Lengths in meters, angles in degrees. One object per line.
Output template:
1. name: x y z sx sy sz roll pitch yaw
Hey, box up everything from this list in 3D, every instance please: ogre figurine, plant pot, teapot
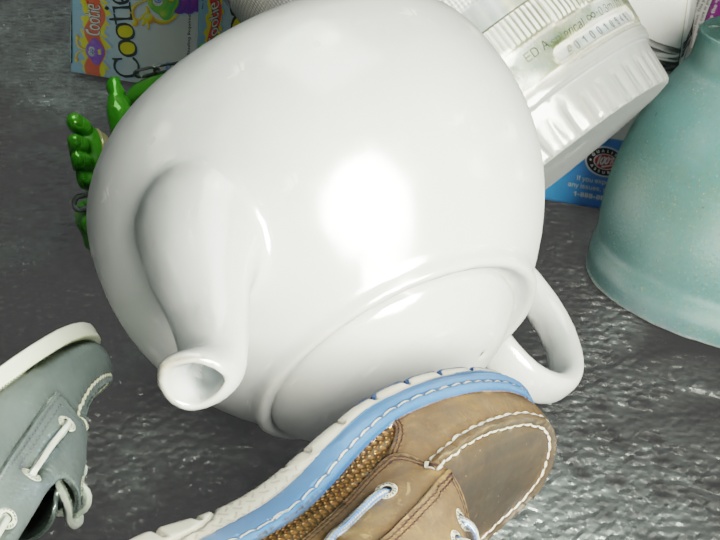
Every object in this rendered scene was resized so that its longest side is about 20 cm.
1. ogre figurine: -0.086 -0.074 0.833 0.119 0.099 0.200 -12 5 6
2. plant pot: 0.223 -0.054 0.776 0.198 0.136 0.201 4 22 -2
3. teapot: 0.000 0.000 0.593 0.199 0.198 0.147 -24 67 -14

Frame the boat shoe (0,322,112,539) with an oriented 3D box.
1. boat shoe: -0.128 0.075 0.521 0.062 0.073 0.200 50 19 -3

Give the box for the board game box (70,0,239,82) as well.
1. board game box: -0.123 -0.212 1.138 0.102 0.106 0.200 12 24 17

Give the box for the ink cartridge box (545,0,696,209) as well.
1. ink cartridge box: 0.122 -0.147 0.895 0.145 0.202 0.086 10 23 15

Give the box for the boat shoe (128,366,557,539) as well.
1. boat shoe: 0.001 0.097 0.465 0.199 0.073 0.072 -27 41 -36

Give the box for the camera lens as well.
1. camera lens: 0.036 -0.128 0.754 0.201 0.160 0.160 53 36 6

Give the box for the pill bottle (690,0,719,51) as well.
1. pill bottle: 0.224 -0.188 1.132 0.199 0.113 0.112 21 28 35
